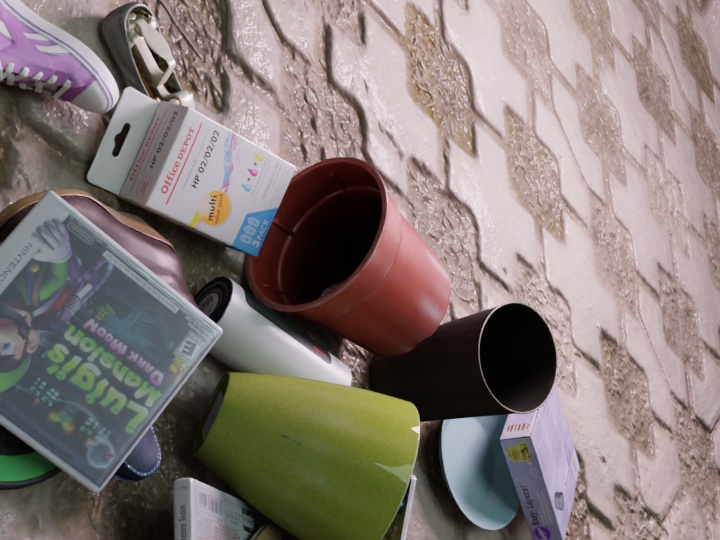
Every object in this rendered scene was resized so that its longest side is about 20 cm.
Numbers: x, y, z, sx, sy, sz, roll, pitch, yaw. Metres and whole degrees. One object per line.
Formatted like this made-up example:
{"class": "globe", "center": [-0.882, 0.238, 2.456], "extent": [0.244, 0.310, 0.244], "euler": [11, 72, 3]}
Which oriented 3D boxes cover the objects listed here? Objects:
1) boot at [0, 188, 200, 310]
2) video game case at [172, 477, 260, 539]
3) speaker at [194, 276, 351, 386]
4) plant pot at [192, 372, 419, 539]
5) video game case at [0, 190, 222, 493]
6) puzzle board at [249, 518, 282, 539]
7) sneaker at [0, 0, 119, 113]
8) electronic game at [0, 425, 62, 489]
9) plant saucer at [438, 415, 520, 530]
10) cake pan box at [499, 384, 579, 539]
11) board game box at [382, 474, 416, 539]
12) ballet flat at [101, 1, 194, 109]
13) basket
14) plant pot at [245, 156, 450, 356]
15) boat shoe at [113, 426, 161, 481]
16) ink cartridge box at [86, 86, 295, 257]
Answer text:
{"class": "boot", "center": [-0.239, 0.005, 0.978], "extent": [0.200, 0.072, 0.167], "euler": [4, 44, -56]}
{"class": "video game case", "center": [-0.133, 0.310, 0.989], "extent": [0.200, 0.024, 0.183], "euler": [57, 25, -65]}
{"class": "speaker", "center": [-0.102, 0.093, 1.145], "extent": [0.200, 0.081, 0.081], "euler": [40, 49, -33]}
{"class": "plant pot", "center": [-0.068, 0.188, 1.078], "extent": [0.199, 0.187, 0.188], "euler": [26, 55, -13]}
{"class": "video game case", "center": [-0.251, 0.062, 0.885], "extent": [0.200, 0.023, 0.182], "euler": [41, 73, -13]}
{"class": "puzzle board", "center": [-0.094, 0.371, 1.039], "extent": [0.151, 0.017, 0.201], "euler": [-19, 99, -79]}
{"class": "sneaker", "center": [-0.340, -0.195, 0.987], "extent": [0.200, 0.073, 0.115], "euler": [36, 55, -23]}
{"class": "electronic game", "center": [-0.320, 0.096, 0.918], "extent": [0.200, 0.042, 0.201], "euler": [21, 62, -44]}
{"class": "plant saucer", "center": [0.161, 0.262, 1.422], "extent": [0.201, 0.039, 0.202], "euler": [22, 60, -44]}
{"class": "cake pan box", "center": [0.268, 0.265, 1.485], "extent": [0.200, 0.052, 0.185], "euler": [-56, 132, -57]}
{"class": "board game box", "center": [0.001, 0.341, 1.094], "extent": [0.026, 0.200, 0.200], "euler": [19, 55, -8]}
{"class": "ballet flat", "center": [-0.221, -0.200, 1.125], "extent": [0.067, 0.064, 0.201], "euler": [-36, 105, -49]}
{"class": "basket", "center": [0.123, 0.127, 1.299], "extent": [0.180, 0.200, 0.137], "euler": [-13, 87, -50]}
{"class": "plant pot", "center": [0.000, 0.000, 1.223], "extent": [0.195, 0.200, 0.201], "euler": [39, 49, -44]}
{"class": "boat shoe", "center": [-0.238, 0.110, 0.933], "extent": [0.200, 0.068, 0.084], "euler": [61, 33, -19]}
{"class": "ink cartridge box", "center": [-0.180, -0.105, 1.101], "extent": [0.200, 0.068, 0.115], "euler": [26, 85, -42]}
